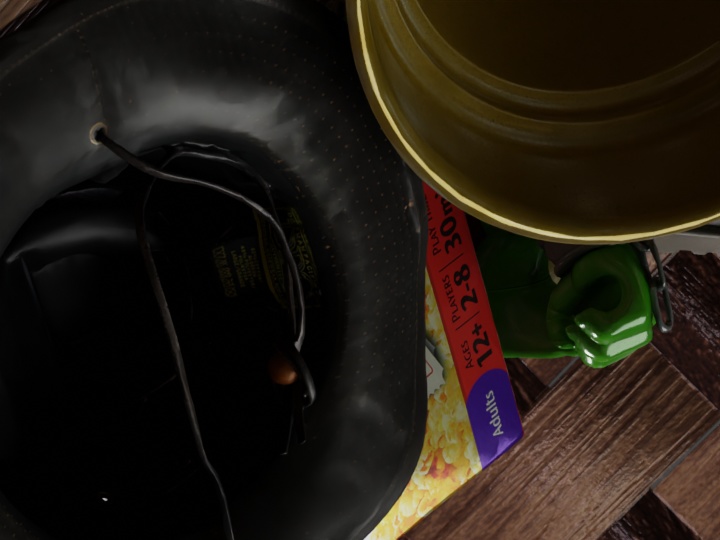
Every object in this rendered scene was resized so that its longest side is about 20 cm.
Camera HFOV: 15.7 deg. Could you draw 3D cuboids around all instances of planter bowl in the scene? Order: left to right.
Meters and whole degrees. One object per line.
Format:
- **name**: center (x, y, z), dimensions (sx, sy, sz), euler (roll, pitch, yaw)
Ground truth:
- **planter bowl**: center (0.072, -0.113, 0.710), dimensions (0.200, 0.200, 0.083), euler (-46, -141, 6)

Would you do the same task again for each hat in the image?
- **hat**: center (-0.072, 0.015, 0.673), dimensions (0.081, 0.201, 0.201), euler (8, -141, 43)

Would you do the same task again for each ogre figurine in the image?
- **ogre figurine**: center (0.045, -0.036, 0.880), dimensions (0.098, 0.120, 0.200), euler (-11, -170, 6)

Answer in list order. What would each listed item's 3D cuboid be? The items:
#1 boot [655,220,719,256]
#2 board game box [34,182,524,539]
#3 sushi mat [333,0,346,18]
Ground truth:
- **boot**: center (0.131, -0.087, 0.964), dimensions (0.181, 0.073, 0.200), euler (-7, 138, 2)
- **board game box**: center (-0.048, 0.039, 0.786), dimensions (0.200, 0.152, 0.046), euler (-36, -144, -28)
- **sushi mat**: center (0.000, 0.000, 0.970), dimensions (0.096, 0.012, 0.201), euler (-35, 126, -81)
